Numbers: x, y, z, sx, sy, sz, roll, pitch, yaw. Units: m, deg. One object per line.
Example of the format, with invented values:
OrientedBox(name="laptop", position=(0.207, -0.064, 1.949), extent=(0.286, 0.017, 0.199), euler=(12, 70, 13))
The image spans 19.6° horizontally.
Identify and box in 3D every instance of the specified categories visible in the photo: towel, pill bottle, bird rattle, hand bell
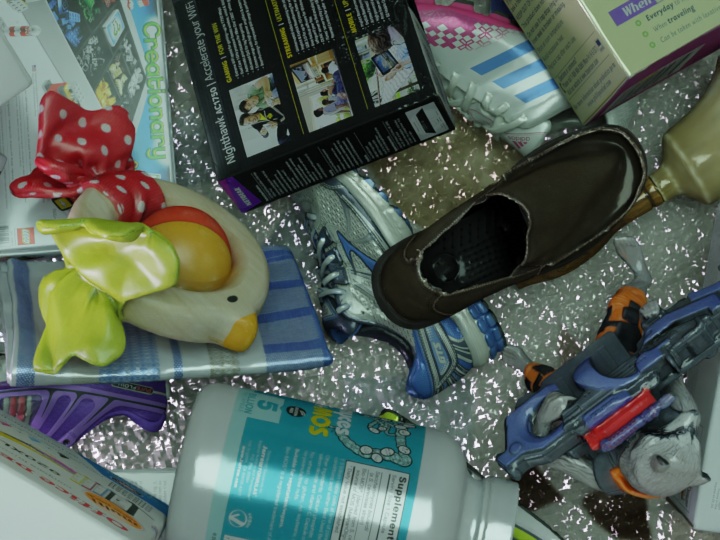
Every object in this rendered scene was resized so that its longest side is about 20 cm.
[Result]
OrientedBox(name="towel", position=(-0.126, 0.026, 1.291), extent=(0.199, 0.147, 0.024), euler=(-3, 117, -10))
OrientedBox(name="pill bottle", position=(-0.010, 0.139, 1.235), extent=(0.199, 0.111, 0.112), euler=(12, 78, -1))
OrientedBox(name="bird rattle", position=(-0.135, -0.013, 1.260), extent=(0.162, 0.200, 0.113), euler=(20, 115, -18))
OrientedBox(name="hand bell", position=(0.184, -0.047, 1.365), extent=(0.199, 0.104, 0.104), euler=(-33, 83, 2))

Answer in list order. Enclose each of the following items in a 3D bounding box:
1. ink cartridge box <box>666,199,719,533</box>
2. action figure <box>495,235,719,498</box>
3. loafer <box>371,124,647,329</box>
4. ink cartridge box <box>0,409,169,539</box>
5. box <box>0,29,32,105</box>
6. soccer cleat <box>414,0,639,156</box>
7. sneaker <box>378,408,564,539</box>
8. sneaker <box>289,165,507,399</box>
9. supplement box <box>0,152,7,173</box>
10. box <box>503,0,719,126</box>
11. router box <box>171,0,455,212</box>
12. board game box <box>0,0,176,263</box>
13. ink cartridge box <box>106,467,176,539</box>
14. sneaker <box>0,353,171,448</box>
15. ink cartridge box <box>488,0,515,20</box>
OrientedBox(name="ink cartridge box", position=(0.300, 0.070, 1.315), extent=(0.174, 0.084, 0.201), euler=(9, 96, -5))
OrientedBox(name="action figure", position=(0.177, 0.062, 1.268), extent=(0.199, 0.194, 0.105), euler=(-33, 122, 12))
OrientedBox(name="loafer", position=(0.103, -0.026, 1.289), extent=(0.199, 0.071, 0.073), euler=(-34, 93, -15))
OrientedBox(name="ink cartridge box", position=(-0.206, 0.170, 1.166), extent=(0.147, 0.200, 0.145), euler=(30, 89, 0))
OrientedBox(name="box", position=(-0.314, -0.140, 1.264), extent=(0.152, 0.200, 0.107), euler=(-36, 124, -10))
OrientedBox(name="soccer cleat", position=(0.086, -0.124, 1.368), extent=(0.199, 0.070, 0.087), euler=(10, 78, -3))
OrientedBox(name="sneaker", position=(0.073, 0.176, 1.318), extent=(0.200, 0.074, 0.081), euler=(37, 88, 9))
OrientedBox(name="sneaker", position=(0.000, 0.000, 1.337), extent=(0.085, 0.077, 0.200), euler=(-43, 85, -7))
OrientedBox(name="supplement box", position=(-0.306, 0.004, 1.285), extent=(0.061, 0.108, 0.201), euler=(33, 71, -40))
OrientedBox(name="box", position=(0.171, -0.227, 1.329), extent=(0.175, 0.097, 0.201), euler=(-30, 84, -17))
OrientedBox(name="router box", position=(-0.038, -0.155, 1.327), extent=(0.148, 0.051, 0.201), euler=(-20, 62, 8))
OrientedBox(name="board game box", position=(-0.187, -0.109, 1.361), extent=(0.125, 0.035, 0.201), euler=(-4, 80, -5))
OrientedBox(name="ink cartridge box", position=(-0.125, 0.203, 1.300), extent=(0.199, 0.050, 0.162), euler=(-1, 82, -2))
OrientedBox(name="sneaker", position=(-0.216, 0.091, 1.302), extent=(0.199, 0.081, 0.084), euler=(-11, 92, -4))
OrientedBox(name="ink cartridge box", position=(0.189, -0.265, 1.418), extent=(0.196, 0.047, 0.201), euler=(4, 77, -5))
